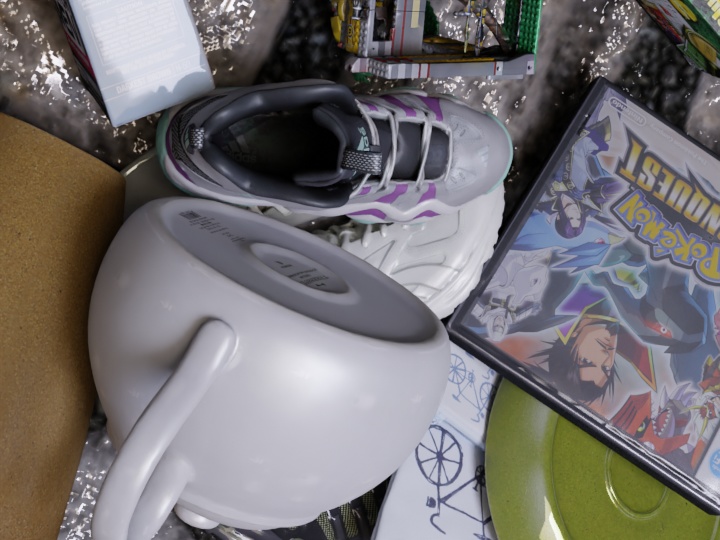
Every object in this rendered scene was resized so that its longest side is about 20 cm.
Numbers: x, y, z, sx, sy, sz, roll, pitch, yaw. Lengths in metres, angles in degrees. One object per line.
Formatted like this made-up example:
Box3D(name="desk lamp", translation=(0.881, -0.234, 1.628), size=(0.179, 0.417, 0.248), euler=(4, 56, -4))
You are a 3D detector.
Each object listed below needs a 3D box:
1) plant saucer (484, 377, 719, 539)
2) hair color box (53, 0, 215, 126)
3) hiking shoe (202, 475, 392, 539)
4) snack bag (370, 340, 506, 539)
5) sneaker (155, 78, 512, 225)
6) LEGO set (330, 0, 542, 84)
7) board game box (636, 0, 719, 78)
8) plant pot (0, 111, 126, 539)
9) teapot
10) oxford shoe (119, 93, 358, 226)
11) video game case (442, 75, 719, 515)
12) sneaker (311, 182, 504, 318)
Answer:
Box3D(name="plant saucer", translation=(0.162, 0.126, 1.092), size=(0.199, 0.031, 0.202), euler=(10, 73, -35))
Box3D(name="hair color box", translation=(-0.140, -0.185, 0.908), size=(0.060, 0.099, 0.201), euler=(-21, 112, -11))
Box3D(name="hiking shoe", translation=(-0.012, 0.134, 1.077), size=(0.199, 0.076, 0.101), euler=(16, 93, -32))
Box3D(name="snack bag", translation=(0.100, 0.124, 1.078), size=(0.188, 0.021, 0.201), euler=(35, 61, -25))
Box3D(name="sneaker", translation=(0.001, -0.059, 0.915), size=(0.198, 0.140, 0.078), euler=(-2, 94, -16))
Box3D(name="LEGO set", translation=(0.018, -0.183, 0.934), size=(0.115, 0.154, 0.202), euler=(-6, 117, -35))
Box3D(name="board game box", translation=(0.161, -0.178, 1.010), size=(0.023, 0.105, 0.200), euler=(-47, 114, -1))
Box3D(name="plant pot", translation=(-0.204, 0.023, 0.923), size=(0.186, 0.186, 0.201), euler=(27, 84, -24))
Box3D(name="teapot", translation=(-0.059, 0.063, 0.890), size=(0.199, 0.197, 0.147), euler=(17, 105, -32))
Box3D(name="oxford shoe", translation=(-0.066, -0.045, 1.002), size=(0.199, 0.058, 0.076), euler=(-22, 114, -10))
Box3D(name="video game case", translation=(0.175, 0.015, 1.053), size=(0.199, 0.025, 0.181), euler=(33, 80, -4))
Box3D(name="sneaker", translation=(0.000, 0.000, 1.030), size=(0.099, 0.078, 0.200), euler=(40, 90, -22))
